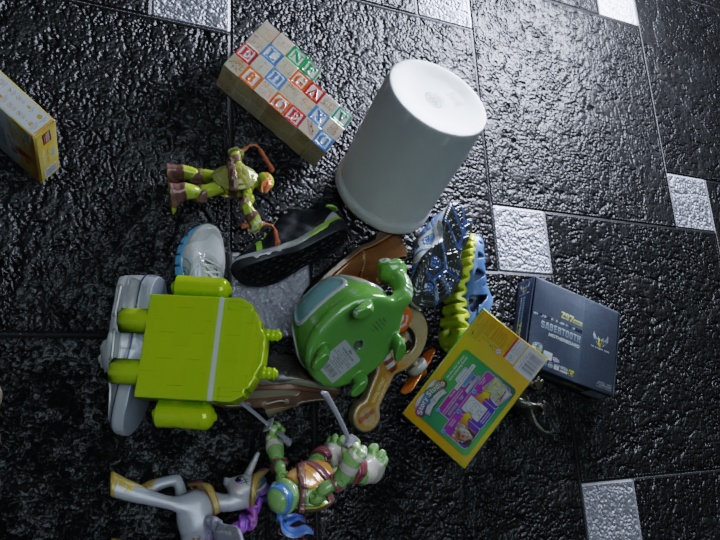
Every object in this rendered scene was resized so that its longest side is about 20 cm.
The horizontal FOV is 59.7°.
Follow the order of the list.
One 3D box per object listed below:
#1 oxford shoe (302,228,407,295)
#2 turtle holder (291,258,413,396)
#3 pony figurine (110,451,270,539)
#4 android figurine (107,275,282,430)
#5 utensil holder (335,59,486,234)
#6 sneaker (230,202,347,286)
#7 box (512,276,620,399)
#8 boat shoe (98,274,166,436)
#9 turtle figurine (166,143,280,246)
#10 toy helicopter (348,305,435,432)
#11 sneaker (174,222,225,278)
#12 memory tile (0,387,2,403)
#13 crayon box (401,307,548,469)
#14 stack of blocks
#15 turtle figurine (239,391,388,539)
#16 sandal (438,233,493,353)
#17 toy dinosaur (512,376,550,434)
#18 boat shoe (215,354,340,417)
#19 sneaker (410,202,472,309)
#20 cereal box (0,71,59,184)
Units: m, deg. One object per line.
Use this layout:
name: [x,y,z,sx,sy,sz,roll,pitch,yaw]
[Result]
oxford shoe: [0.000,0.000,0.958,0.199,0.071,0.072,-33,94,-30]
turtle holder: [-0.017,0.060,0.855,0.140,0.132,0.187,17,108,-39]
pony figurine: [-0.190,0.319,0.740,0.197,0.167,0.195,1,60,-20]
android figurine: [-0.193,0.094,0.745,0.197,0.041,0.185,1,71,0]
utensil holder: [0.071,-0.184,0.942,0.168,0.201,0.172,13,50,-17]
sneaker: [-0.111,-0.045,0.932,0.198,0.072,0.083,-24,62,-29]
box: [0.360,0.120,1.100,0.198,0.051,0.160,22,66,-17]
boat shoe: [-0.297,0.104,0.798,0.064,0.074,0.203,4,70,6]
turtle figurine: [-0.187,-0.116,0.881,0.159,0.065,0.202,-6,57,-18]
toy helicopter: [0.044,0.150,0.946,0.131,0.079,0.202,31,75,-23]
sneaker: [-0.203,0.028,0.831,0.075,0.086,0.203,27,59,-44]
memory tile: [-0.486,0.220,0.698,0.151,0.017,0.203,1,74,-25]
crayon box: [0.168,0.172,0.924,0.118,0.058,0.201,38,90,18]
stack of blocks: [-0.111,-0.277,0.989,0.199,0.058,0.116,40,63,-10]
turtle figurine: [-0.048,0.219,0.793,0.193,0.143,0.202,20,47,-62]
sandal: [0.180,0.040,1.030,0.086,0.079,0.203,12,79,-24]
toy dinosaur: [0.241,0.186,1.007,0.199,0.102,0.078,38,70,-21]
boat shoe: [-0.121,0.160,0.862,0.198,0.076,0.073,14,103,-30]
sneaker: [0.118,-0.016,0.999,0.076,0.077,0.201,41,54,-17]
cereal box: [-0.458,-0.210,0.761,0.200,0.144,0.040,43,64,-7]
